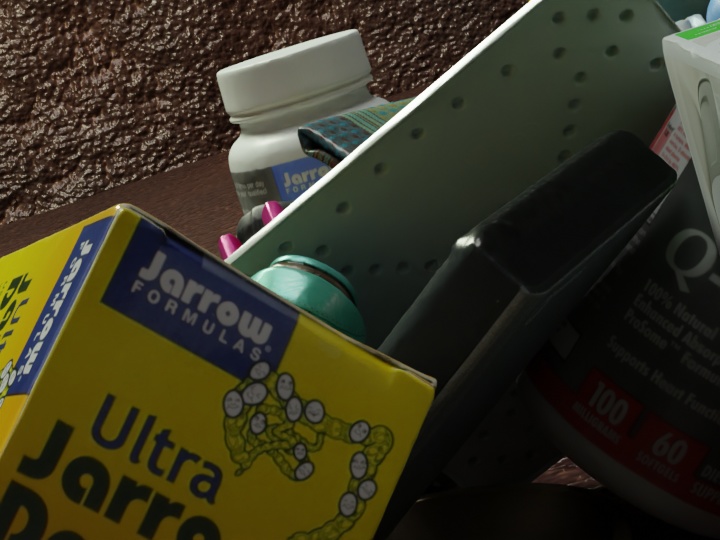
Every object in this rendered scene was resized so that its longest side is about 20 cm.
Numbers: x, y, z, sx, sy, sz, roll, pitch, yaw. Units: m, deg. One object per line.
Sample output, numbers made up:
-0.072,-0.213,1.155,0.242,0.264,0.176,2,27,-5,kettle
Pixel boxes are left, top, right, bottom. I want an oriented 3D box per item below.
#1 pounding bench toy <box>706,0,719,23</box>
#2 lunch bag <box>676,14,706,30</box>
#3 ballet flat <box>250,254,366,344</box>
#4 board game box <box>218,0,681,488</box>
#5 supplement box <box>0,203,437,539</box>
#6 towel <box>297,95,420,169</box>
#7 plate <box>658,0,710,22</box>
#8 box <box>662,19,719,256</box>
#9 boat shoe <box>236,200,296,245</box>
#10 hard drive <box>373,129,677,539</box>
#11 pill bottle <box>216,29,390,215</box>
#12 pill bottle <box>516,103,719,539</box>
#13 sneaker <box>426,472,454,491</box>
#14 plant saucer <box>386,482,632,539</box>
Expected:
0.202,-0.053,0.943,0.124,0.157,0.200,-29,-7,20,pounding bench toy
0.160,-0.041,1.130,0.168,0.128,0.200,-18,34,-5,lunch bag
-0.041,0.071,0.775,0.201,0.067,0.071,102,-167,-58,ballet flat
0.072,-0.012,0.795,0.200,0.200,0.026,-39,39,13,board game box
-0.081,0.063,0.602,0.200,0.108,0.110,-15,48,65,supplement box
0.082,-0.054,1.002,0.146,0.022,0.199,34,34,31,towel
0.197,-0.094,1.255,0.198,0.201,0.026,-19,42,-12,plate
0.174,0.017,0.579,0.096,0.202,0.177,-17,11,3,box
0.000,0.000,0.928,0.073,0.061,0.200,-24,-10,25,boat shoe
0.022,0.046,0.678,0.201,0.033,0.139,-55,-11,31,hard drive
-0.018,-0.043,1.227,0.113,0.202,0.114,-17,10,3,pill bottle
0.153,-0.011,0.725,0.201,0.115,0.116,-60,-2,16,pill bottle
-0.019,0.081,0.913,0.199,0.077,0.111,-17,-2,-40,sneaker
0.009,0.132,0.732,0.198,0.030,0.200,-16,9,3,plant saucer
